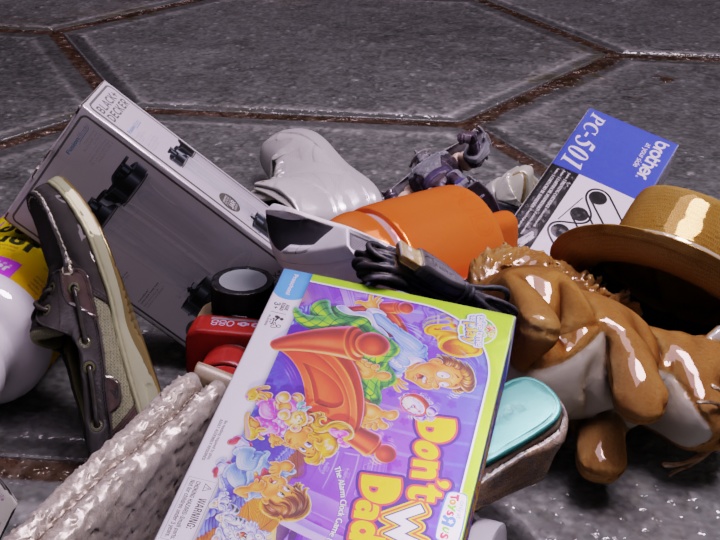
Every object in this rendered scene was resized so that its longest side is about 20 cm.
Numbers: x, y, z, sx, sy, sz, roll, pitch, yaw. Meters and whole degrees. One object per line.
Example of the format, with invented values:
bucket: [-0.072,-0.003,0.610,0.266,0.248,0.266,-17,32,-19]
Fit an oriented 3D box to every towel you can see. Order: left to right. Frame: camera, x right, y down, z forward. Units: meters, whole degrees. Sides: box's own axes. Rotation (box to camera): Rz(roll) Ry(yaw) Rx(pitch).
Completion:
towel: [-0.126,0.148,0.554,0.034,0.134,0.200,15,28,19]

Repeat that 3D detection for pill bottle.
pill bottle: [-0.263,0.029,0.830,0.103,0.105,0.200,4,25,6]

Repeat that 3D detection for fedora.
fedora: [0.239,-0.006,0.833,0.199,0.201,0.082,18,73,32]

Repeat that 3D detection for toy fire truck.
toy fire truck: [-0.037,0.072,0.722,0.174,0.130,0.200,5,26,6]

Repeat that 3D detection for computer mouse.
computer mouse: [0.000,0.000,0.707,0.109,0.044,0.199,22,-2,-34]

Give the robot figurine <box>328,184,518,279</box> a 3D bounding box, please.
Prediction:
robot figurine: [0.037,-0.001,0.898,0.198,0.117,0.145,-16,64,-34]

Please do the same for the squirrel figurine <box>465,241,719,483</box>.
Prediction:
squirrel figurine: [0.167,0.054,0.769,0.184,0.143,0.201,4,27,-9]

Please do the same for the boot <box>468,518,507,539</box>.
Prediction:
boot: [0.007,0.182,0.560,0.094,0.074,0.200,8,22,21]

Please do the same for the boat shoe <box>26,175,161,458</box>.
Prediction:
boat shoe: [-0.190,0.034,0.756,0.065,0.203,0.072,-20,-8,-26]

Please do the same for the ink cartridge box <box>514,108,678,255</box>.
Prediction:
ink cartridge box: [0.206,-0.059,1.011,0.093,0.044,0.200,25,53,17]

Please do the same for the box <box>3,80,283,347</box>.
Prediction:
box: [-0.148,-0.032,0.837,0.199,0.117,0.060,36,25,-13]

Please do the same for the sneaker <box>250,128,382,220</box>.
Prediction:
sneaker: [-0.077,-0.088,1.122,0.114,0.075,0.200,-11,29,-32]

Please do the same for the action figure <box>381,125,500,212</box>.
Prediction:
action figure: [0.081,-0.080,1.082,0.130,0.069,0.200,-43,27,10]

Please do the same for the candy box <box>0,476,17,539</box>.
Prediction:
candy box: [-0.263,0.166,0.506,0.135,0.061,0.201,7,51,13]

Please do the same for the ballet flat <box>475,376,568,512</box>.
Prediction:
ballet flat: [0.028,0.123,0.606,0.198,0.068,0.068,-18,49,-20]

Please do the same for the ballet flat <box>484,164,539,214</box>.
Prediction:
ballet flat: [0.180,-0.067,1.096,0.198,0.074,0.073,12,27,22]

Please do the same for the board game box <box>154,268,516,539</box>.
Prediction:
board game box: [-0.006,0.092,0.555,0.133,0.045,0.201,11,43,10]
